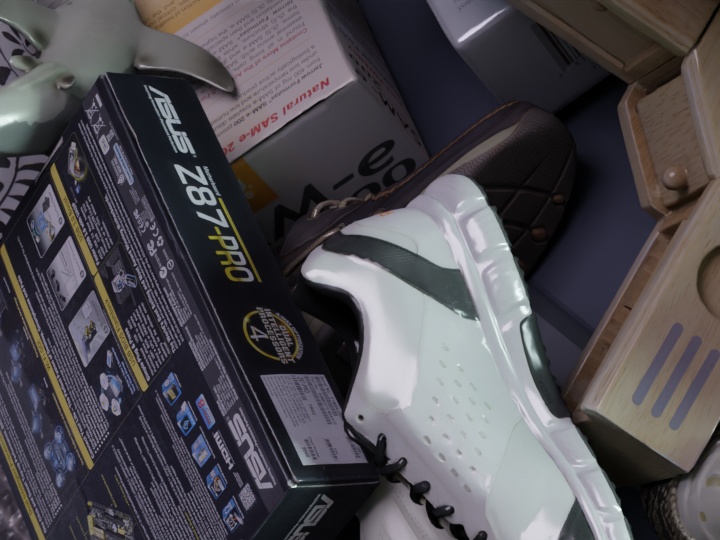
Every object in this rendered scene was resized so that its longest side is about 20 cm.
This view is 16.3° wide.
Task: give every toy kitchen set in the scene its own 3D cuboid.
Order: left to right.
[{"bbox_3d":[0.079,-0.058,0.879,0.181,0.199,0.163,-58,7,-15],"label":"toy kitchen set"}]

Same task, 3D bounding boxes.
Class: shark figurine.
[{"bbox_3d":[-0.143,-0.059,1.032,0.128,0.214,0.090,32,124,15],"label":"shark figurine"}]

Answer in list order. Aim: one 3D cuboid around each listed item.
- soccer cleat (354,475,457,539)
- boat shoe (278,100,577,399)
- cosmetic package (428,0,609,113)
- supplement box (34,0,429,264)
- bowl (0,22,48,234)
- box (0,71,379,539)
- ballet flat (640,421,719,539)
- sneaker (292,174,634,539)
[{"bbox_3d":[0.030,0.135,0.922,0.077,0.069,0.201,3,70,28],"label":"soccer cleat"},{"bbox_3d":[0.000,0.000,1.018,0.200,0.075,0.073,-44,48,-1],"label":"boat shoe"},{"bbox_3d":[0.060,-0.168,1.078,0.101,0.071,0.201,-34,50,10],"label":"cosmetic package"},{"bbox_3d":[-0.064,-0.095,1.118,0.126,0.074,0.201,-33,48,12],"label":"supplement box"},{"bbox_3d":[-0.228,-0.076,1.159,0.199,0.095,0.201,-14,38,11],"label":"bowl"},{"bbox_3d":[-0.084,0.049,0.984,0.161,0.049,0.201,-52,52,35],"label":"box"},{"bbox_3d":[0.161,0.095,0.853,0.068,0.075,0.200,-50,48,-4],"label":"ballet flat"},{"bbox_3d":[0.038,0.068,0.890,0.080,0.074,0.201,-18,69,-15],"label":"sneaker"}]
